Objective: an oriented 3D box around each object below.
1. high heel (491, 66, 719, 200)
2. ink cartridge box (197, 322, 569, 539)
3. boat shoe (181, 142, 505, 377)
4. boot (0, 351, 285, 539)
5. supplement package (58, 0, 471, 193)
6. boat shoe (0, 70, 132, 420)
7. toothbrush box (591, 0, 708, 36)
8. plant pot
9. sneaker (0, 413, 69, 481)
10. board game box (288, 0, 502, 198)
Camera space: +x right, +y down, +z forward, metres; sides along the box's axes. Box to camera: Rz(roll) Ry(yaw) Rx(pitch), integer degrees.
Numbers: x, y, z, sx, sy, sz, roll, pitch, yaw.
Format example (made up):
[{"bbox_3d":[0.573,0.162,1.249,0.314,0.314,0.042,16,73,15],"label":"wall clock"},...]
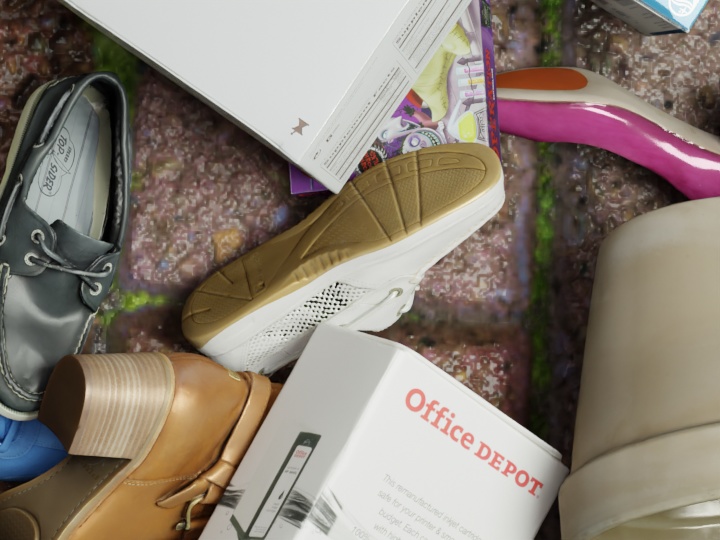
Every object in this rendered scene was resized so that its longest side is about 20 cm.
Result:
[{"bbox_3d":[0.148,-0.061,1.404,0.199,0.067,0.097,6,112,7],"label":"high heel"},{"bbox_3d":[0.000,0.151,1.318,0.146,0.084,0.201,36,78,-34],"label":"ink cartridge box"},{"bbox_3d":[0.000,0.000,1.354,0.199,0.071,0.069,-28,125,15],"label":"boat shoe"},{"bbox_3d":[-0.117,0.136,1.337,0.154,0.074,0.201,9,120,-36],"label":"boot"},{"bbox_3d":[-0.057,-0.166,1.321,0.200,0.111,0.156,35,91,12],"label":"supplement package"},{"bbox_3d":[-0.159,-0.019,1.323,0.074,0.066,0.200,28,61,-27],"label":"boat shoe"},{"bbox_3d":[0.189,-0.235,1.360,0.085,0.146,0.201,31,92,-4],"label":"toothbrush box"},{"bbox_3d":[0.196,0.062,1.324,0.199,0.200,0.174,-3,69,-8],"label":"plant pot"},{"bbox_3d":[-0.225,0.075,1.319,0.199,0.078,0.066,15,92,-13],"label":"sneaker"},{"bbox_3d":[0.013,-0.146,1.383,0.119,0.032,0.201,-6,85,21],"label":"board game box"}]
